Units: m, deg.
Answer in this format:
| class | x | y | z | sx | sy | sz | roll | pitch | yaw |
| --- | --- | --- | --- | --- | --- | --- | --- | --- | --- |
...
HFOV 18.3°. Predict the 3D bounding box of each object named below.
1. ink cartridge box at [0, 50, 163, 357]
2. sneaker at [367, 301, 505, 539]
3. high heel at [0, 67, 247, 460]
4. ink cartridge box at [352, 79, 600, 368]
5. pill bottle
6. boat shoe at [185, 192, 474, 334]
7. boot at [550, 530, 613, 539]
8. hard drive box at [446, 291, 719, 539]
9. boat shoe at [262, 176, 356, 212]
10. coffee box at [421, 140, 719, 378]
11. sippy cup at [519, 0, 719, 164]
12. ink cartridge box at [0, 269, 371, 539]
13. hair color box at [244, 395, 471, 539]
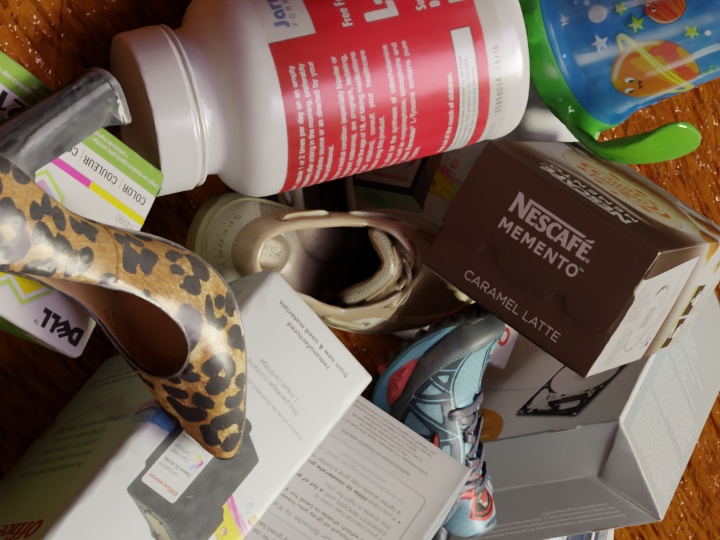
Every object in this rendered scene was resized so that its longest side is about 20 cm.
| class | x | y | z | sx | sy | sz | roll | pitch | yaw |
| --- | --- | --- | --- | --- | --- | --- | --- | --- | --- |
| ink cartridge box | -0.197 | 0.008 | 1.050 | 0.148 | 0.076 | 0.200 | 38 | 73 | -54 |
| sneaker | 0.051 | 0.105 | 1.284 | 0.079 | 0.096 | 0.200 | -24 | 146 | -44 |
| high heel | -0.128 | 0.024 | 1.005 | 0.143 | 0.071 | 0.200 | -40 | 113 | -45 |
| ink cartridge box | 0.061 | -0.055 | 1.369 | 0.145 | 0.084 | 0.200 | 27 | 84 | -55 |
| pill bottle | -0.023 | -0.102 | 1.158 | 0.200 | 0.112 | 0.113 | -15 | 121 | -18 |
| boat shoe | 0.000 | 0.000 | 1.219 | 0.200 | 0.065 | 0.072 | 12 | 93 | -42 |
| boot | 0.141 | 0.166 | 1.590 | 0.090 | 0.073 | 0.200 | -39 | 135 | -46 |
| hard drive box | 0.134 | 0.084 | 1.417 | 0.077 | 0.156 | 0.200 | 66 | 31 | -20 |
| boat shoe | -0.032 | -0.070 | 1.256 | 0.071 | 0.062 | 0.201 | -27 | 124 | -43 |
| coffee box | 0.128 | -0.011 | 1.257 | 0.080 | 0.114 | 0.200 | -60 | 164 | 14 |
| sippy cup | 0.174 | -0.159 | 1.303 | 0.140 | 0.130 | 0.178 | -27 | 102 | -59 |
| ink cartridge box | -0.110 | 0.105 | 1.140 | 0.083 | 0.146 | 0.200 | 48 | 62 | -16 |
| hair color box | -0.036 | 0.161 | 1.179 | 0.200 | 0.099 | 0.061 | -52 | 172 | -33 |
